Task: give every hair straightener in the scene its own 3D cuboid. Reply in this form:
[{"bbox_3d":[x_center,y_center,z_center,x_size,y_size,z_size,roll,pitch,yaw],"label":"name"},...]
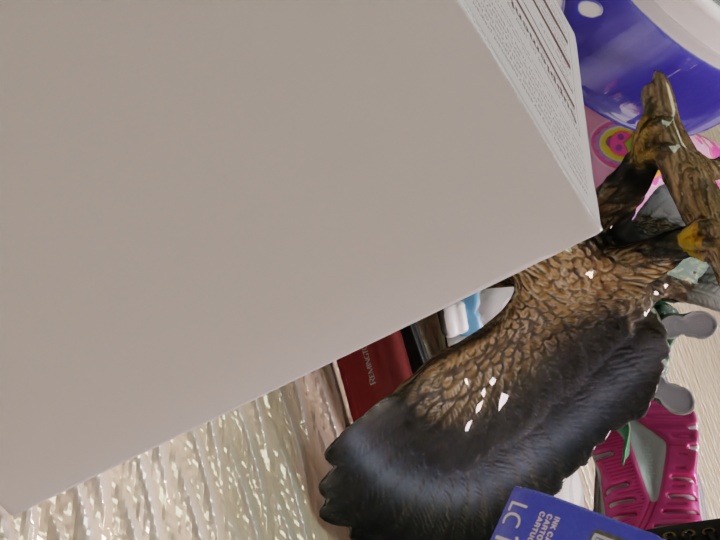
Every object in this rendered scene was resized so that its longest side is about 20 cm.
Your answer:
[{"bbox_3d":[0.000,0.000,0.793,0.077,0.041,0.202,26,38,-60],"label":"hair straightener"}]

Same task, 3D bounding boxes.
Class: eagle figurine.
[{"bbox_3d":[0.066,0.008,0.683,0.151,0.199,0.152,48,29,-12],"label":"eagle figurine"}]

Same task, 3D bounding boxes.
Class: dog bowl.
[{"bbox_3d":[0.130,-0.163,0.712,0.199,0.079,0.202,21,54,-32],"label":"dog bowl"}]

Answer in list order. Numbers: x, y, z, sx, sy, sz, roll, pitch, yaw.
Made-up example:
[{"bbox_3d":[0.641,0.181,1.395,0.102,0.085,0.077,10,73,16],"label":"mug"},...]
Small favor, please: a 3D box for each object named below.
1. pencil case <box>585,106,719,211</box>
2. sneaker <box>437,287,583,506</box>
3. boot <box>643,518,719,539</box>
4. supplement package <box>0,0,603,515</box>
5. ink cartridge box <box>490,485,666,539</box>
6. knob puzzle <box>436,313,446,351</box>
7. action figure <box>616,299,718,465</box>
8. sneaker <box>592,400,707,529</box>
[{"bbox_3d":[0.169,-0.048,0.961,0.199,0.087,0.088,15,51,-52],"label":"pencil case"},{"bbox_3d":[0.103,0.064,0.863,0.075,0.086,0.201,-97,167,-48],"label":"sneaker"},{"bbox_3d":[0.130,0.139,0.772,0.199,0.138,0.078,17,53,-50],"label":"boot"},{"bbox_3d":[-0.057,-0.053,0.454,0.156,0.199,0.111,53,22,-27],"label":"supplement package"},{"bbox_3d":[0.090,0.178,0.645,0.200,0.076,0.137,44,68,-47],"label":"ink cartridge box"},{"bbox_3d":[0.088,-0.020,0.947,0.219,0.030,0.222,-7,98,-53],"label":"knob puzzle"},{"bbox_3d":[0.165,0.039,0.941,0.200,0.054,0.119,-61,168,-85],"label":"action figure"},{"bbox_3d":[0.171,0.172,0.942,0.089,0.080,0.201,73,21,-48],"label":"sneaker"}]
